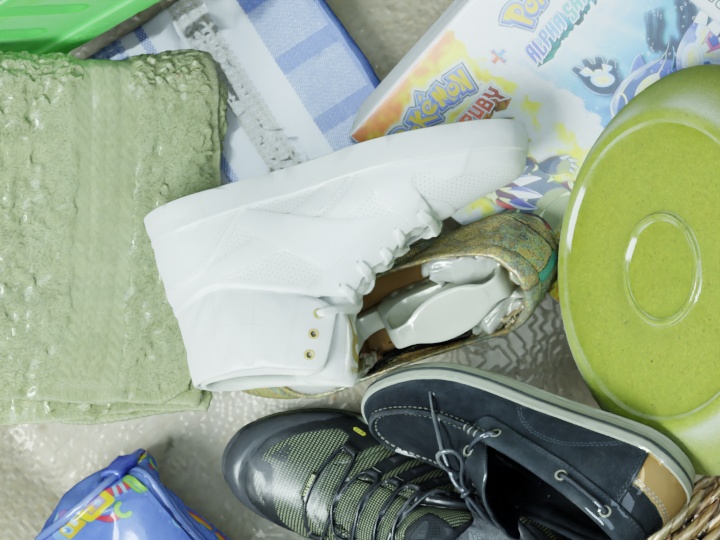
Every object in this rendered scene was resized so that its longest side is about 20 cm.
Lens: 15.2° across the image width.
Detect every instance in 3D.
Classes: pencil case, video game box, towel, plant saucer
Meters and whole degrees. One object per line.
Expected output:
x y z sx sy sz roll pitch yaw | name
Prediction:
-0.078 0.180 1.431 0.200 0.078 0.087 44 121 -1 | pencil case
0.126 -0.089 1.392 0.182 0.047 0.200 39 114 -8 | video game box
-0.143 -0.016 1.400 0.148 0.036 0.200 -2 103 -22 | towel
0.155 0.000 1.307 0.031 0.200 0.200 0 92 -36 | plant saucer
-0.085 -0.067 1.453 0.200 0.024 0.147 -34 91 1 | towel

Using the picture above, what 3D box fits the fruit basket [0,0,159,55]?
-0.154 -0.195 1.390 0.216 0.216 0.156 -21 91 1 | fruit basket

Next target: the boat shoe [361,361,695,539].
0.072 0.095 1.346 0.200 0.075 0.062 15 61 40 | boat shoe

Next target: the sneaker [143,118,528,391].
0.000 0.000 1.356 0.200 0.074 0.116 -17 75 9 | sneaker

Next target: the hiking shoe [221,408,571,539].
0.023 0.124 1.418 0.200 0.101 0.076 18 91 0 | hiking shoe

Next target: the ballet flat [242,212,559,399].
0.010 0.027 1.405 0.200 0.071 0.071 -21 91 19 | ballet flat

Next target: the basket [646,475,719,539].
0.162 0.194 1.398 0.149 0.143 0.200 44 92 3 | basket
